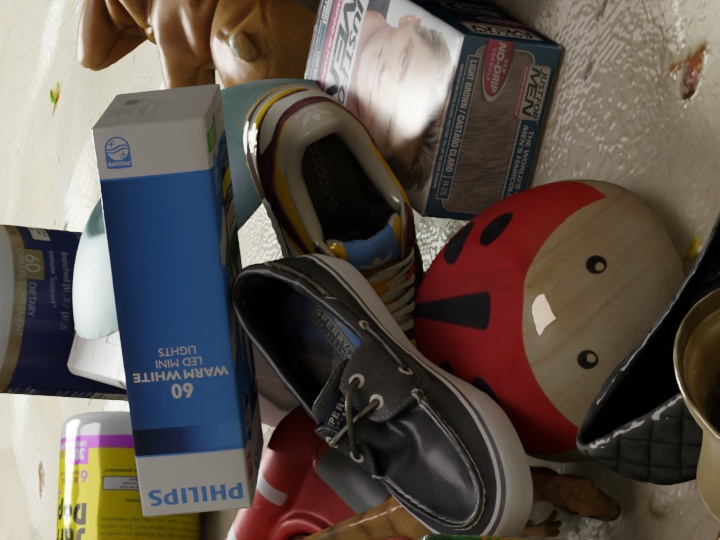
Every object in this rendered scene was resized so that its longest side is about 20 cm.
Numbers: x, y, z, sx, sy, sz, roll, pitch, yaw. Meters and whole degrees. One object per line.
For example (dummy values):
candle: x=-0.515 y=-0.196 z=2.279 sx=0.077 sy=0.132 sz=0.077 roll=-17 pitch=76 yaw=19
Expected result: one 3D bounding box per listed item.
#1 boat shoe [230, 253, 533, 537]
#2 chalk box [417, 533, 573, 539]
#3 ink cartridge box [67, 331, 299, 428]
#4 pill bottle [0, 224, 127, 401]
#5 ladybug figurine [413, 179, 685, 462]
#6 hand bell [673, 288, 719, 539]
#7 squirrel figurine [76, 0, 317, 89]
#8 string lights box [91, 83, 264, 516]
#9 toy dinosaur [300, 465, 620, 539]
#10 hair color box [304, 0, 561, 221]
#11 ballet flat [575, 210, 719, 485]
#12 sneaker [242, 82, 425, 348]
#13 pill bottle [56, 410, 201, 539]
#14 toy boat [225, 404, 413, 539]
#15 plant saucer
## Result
boat shoe: x=0.002 y=0.057 z=0.988 sx=0.200 sy=0.066 sz=0.070 roll=52 pitch=125 yaw=37
chalk box: x=0.045 y=0.208 z=0.984 sx=0.200 sy=0.124 sz=0.125 roll=137 pitch=134 yaw=-57
ink cartridge box: x=-0.074 y=0.045 z=1.266 sx=0.200 sy=0.146 sz=0.083 roll=5 pitch=81 yaw=66
pill bottle: x=-0.163 y=0.032 z=1.411 sx=0.111 sy=0.199 sz=0.111 roll=-175 pitch=90 yaw=-66
ladybug figurine: x=0.081 y=0.023 z=1.008 sx=0.200 sy=0.072 sz=0.136 roll=168 pitch=106 yaw=-66
hand bell: x=0.150 y=0.109 z=0.839 sx=0.200 sy=0.104 sz=0.104 roll=102 pitch=159 yaw=-44
squirrel figurine: x=-0.077 y=-0.186 z=1.352 sx=0.187 sy=0.141 sz=0.201 roll=44 pitch=128 yaw=53
string lights box: x=-0.092 y=0.013 z=1.080 sx=0.103 sy=0.059 sz=0.201 roll=-87 pitch=-9 yaw=-75
toy dinosaur: x=0.030 y=0.117 z=1.032 sx=0.199 sy=0.106 sz=0.061 roll=-18 pitch=80 yaw=21
hair color box: x=0.033 y=-0.105 z=1.165 sx=0.200 sy=0.060 sz=0.100 roll=-137 pitch=55 yaw=-61
ballet flat: x=0.151 y=0.012 z=0.866 sx=0.200 sy=0.057 sz=0.067 roll=-68 pitch=30 yaw=30
sneaker: x=0.000 y=0.000 z=1.105 sx=0.200 sy=0.075 sz=0.090 roll=62 pitch=172 yaw=-20
pill bottle: x=-0.165 y=0.204 z=1.500 sx=0.104 sy=0.104 sz=0.201 roll=157 pitch=116 yaw=-64
toy boat: x=-0.036 y=0.172 z=1.138 sx=0.130 sy=0.131 sz=0.200 roll=43 pitch=131 yaw=23
plant saucer: x=-0.107 y=-0.048 z=1.218 sx=0.201 sy=0.039 sz=0.201 roll=-41 pitch=19 yaw=17
